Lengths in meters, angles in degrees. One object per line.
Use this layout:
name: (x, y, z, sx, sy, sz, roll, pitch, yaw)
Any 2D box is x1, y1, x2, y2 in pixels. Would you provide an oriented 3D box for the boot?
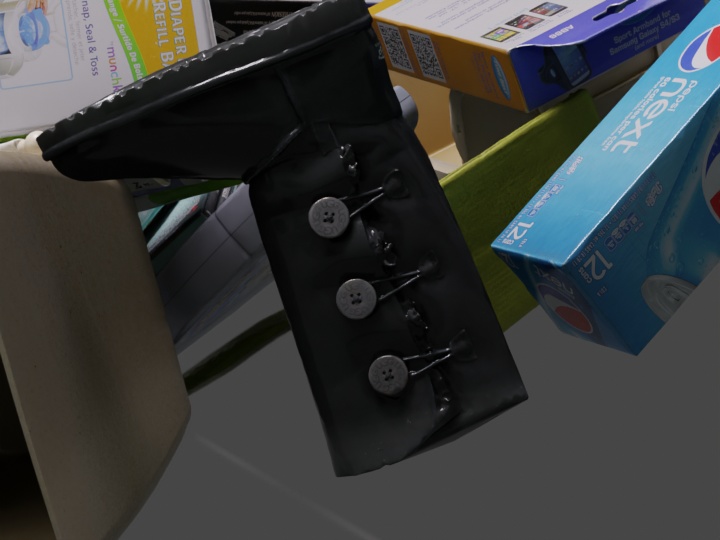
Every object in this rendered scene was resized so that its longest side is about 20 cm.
boot: (-0.034, -0.002, 0.906, 0.164, 0.201, 0.066, -21, 9, 12)

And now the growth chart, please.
growth chart: (-0.156, -0.048, 1.084, 0.144, 0.018, 0.199, -15, -11, 36)

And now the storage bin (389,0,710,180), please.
storage bin: (0.099, -0.115, 1.238, 0.198, 0.094, 0.200, -27, 19, -16)

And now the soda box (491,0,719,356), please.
soda box: (0.158, -0.057, 0.960, 0.200, 0.064, 0.068, -48, 25, -12)

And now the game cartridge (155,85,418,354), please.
game cartridge: (-0.059, -0.016, 1.114, 0.133, 0.042, 0.200, -44, 0, -42)

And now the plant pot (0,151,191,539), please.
plant pot: (-0.195, 0.046, 1.000, 0.199, 0.201, 0.177, -12, 5, 29)

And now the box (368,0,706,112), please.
box: (0.096, -0.137, 1.103, 0.119, 0.042, 0.200, -28, 25, -17)

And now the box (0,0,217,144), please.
box: (-0.176, -0.109, 1.065, 0.199, 0.102, 0.113, -9, -8, -5)

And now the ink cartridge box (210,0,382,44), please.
ink cartridge box: (-0.033, -0.134, 1.315, 0.199, 0.095, 0.044, -5, 23, -38)

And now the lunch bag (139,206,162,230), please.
lunch bag: (-0.205, -0.010, 1.247, 0.160, 0.077, 0.200, -25, 24, 53)

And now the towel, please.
towel: (0.058, -0.010, 1.002, 0.200, 0.087, 0.018, -34, 22, -33)

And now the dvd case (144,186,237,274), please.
dvd case: (-0.132, -0.014, 1.260, 0.146, 0.022, 0.200, -42, 12, 14)
